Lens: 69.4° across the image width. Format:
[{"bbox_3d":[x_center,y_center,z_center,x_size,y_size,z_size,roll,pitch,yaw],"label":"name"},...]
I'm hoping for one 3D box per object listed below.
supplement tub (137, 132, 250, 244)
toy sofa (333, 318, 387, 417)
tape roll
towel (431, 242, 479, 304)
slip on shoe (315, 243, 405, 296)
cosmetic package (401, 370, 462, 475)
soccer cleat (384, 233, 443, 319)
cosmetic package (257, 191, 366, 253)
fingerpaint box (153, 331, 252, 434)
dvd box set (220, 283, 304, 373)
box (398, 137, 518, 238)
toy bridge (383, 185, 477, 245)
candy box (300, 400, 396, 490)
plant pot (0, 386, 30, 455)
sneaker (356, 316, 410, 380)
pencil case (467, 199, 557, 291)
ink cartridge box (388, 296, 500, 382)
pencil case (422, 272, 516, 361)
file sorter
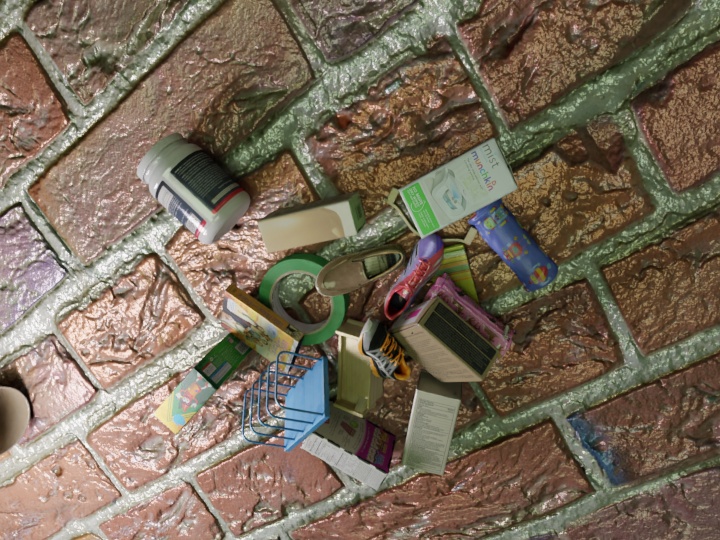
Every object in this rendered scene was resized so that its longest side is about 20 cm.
[{"bbox_3d":[-0.340,-0.167,1.071,0.200,0.141,0.140,44,111,-5],"label":"supplement tub"},{"bbox_3d":[-0.002,0.212,1.164,0.082,0.097,0.203,13,112,27],"label":"toy sofa"},{"bbox_3d":[-0.125,0.064,1.153,0.197,0.048,0.204,4,109,11],"label":"tape roll"},{"bbox_3d":[0.201,0.045,1.095,0.085,0.018,0.203,-12,106,21],"label":"towel"},{"bbox_3d":[0.000,0.000,1.068,0.197,0.061,0.077,-17,97,-1],"label":"slip on shoe"},{"bbox_3d":[0.159,0.340,1.163,0.102,0.087,0.203,13,111,9],"label":"cosmetic package"},{"bbox_3d":[0.108,0.017,1.061,0.066,0.077,0.201,31,120,1],"label":"soccer cleat"},{"bbox_3d":[-0.096,-0.099,1.063,0.197,0.105,0.072,-10,106,17],"label":"cosmetic package"},{"bbox_3d":[-0.350,0.245,1.180,0.073,0.200,0.167,43,112,-4],"label":"fingerpaint box"},{"bbox_3d":[-0.223,0.132,1.162,0.199,0.029,0.147,34,139,8],"label":"dvd box set"},{"bbox_3d":[0.163,-0.145,0.923,0.175,0.200,0.098,-27,94,8],"label":"box"},{"bbox_3d":[0.135,-0.101,1.053,0.198,0.027,0.068,27,112,2],"label":"toy bridge"},{"bbox_3d":[-0.024,0.394,1.194,0.198,0.136,0.062,29,111,2],"label":"candy box"},{"bbox_3d":[-1.045,0.391,1.404,0.197,0.187,0.190,5,110,25],"label":"plant pot"},{"bbox_3d":[0.052,0.164,1.075,0.076,0.079,0.201,15,152,31],"label":"sneaker"},{"bbox_3d":[0.295,-0.051,1.004,0.078,0.087,0.200,-39,96,25],"label":"pencil case"},{"bbox_3d":[0.158,0.144,1.042,0.164,0.200,0.075,42,72,-3],"label":"ink cartridge box"},{"bbox_3d":[0.218,0.094,1.054,0.199,0.083,0.087,39,117,0],"label":"pencil case"},{"bbox_3d":[-0.166,0.285,1.135,0.121,0.140,0.200,17,136,-26],"label":"file sorter"}]
